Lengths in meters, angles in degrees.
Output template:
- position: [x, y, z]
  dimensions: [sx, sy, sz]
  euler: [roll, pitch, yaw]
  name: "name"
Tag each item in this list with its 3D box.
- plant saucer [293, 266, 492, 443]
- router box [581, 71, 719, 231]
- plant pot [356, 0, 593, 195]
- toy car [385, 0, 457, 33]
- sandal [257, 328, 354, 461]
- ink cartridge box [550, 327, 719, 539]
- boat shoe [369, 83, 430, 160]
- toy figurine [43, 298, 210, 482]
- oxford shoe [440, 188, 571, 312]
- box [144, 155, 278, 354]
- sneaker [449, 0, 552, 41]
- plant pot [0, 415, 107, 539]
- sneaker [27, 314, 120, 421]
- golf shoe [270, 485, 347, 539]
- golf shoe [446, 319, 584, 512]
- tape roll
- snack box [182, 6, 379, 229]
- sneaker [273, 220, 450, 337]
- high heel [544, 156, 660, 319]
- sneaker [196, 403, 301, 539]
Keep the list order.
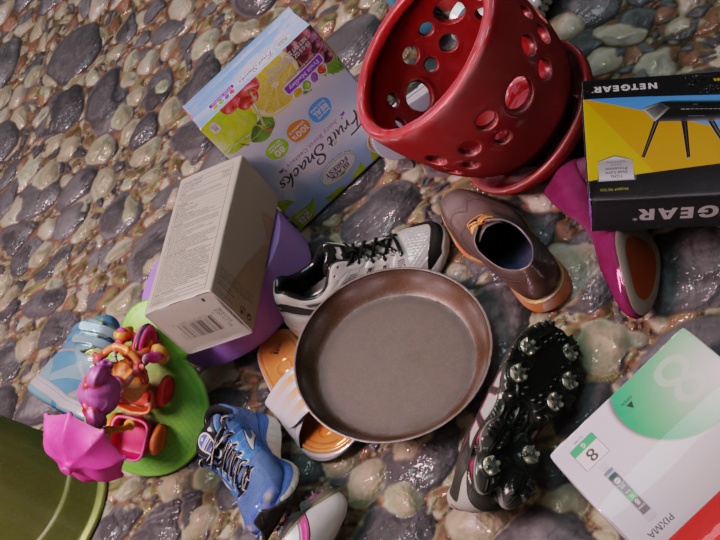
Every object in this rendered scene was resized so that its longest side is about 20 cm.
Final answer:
- position: [0.034, 0.086, 1.146]
  dimensions: [0.199, 0.032, 0.201]
  euler: [-9, 53, 12]
  name: "plant saucer"
- position: [0.306, -0.112, 1.059]
  dimensions: [0.199, 0.051, 0.150]
  euler: [-3, 54, 10]
  name: "router box"
- position: [0.125, -0.187, 1.178]
  dimensions: [0.200, 0.182, 0.201]
  euler: [-36, 42, 40]
  name: "plant pot"
- position: [0.080, -0.416, 1.400]
  dimensions: [0.184, 0.200, 0.177]
  euler: [-38, 37, 8]
  name: "toy car"
- position: [-0.070, 0.120, 1.212]
  dimensions: [0.079, 0.059, 0.207]
  euler: [-45, 42, 1]
  name: "sandal"
- position: [0.271, 0.162, 0.927]
  dimensions: [0.161, 0.050, 0.200]
  euler: [-44, 40, 1]
  name: "ink cartridge box"
- position: [0.097, -0.197, 1.320]
  dimensions: [0.199, 0.074, 0.065]
  euler: [-26, 20, 2]
  name: "boat shoe"
- position: [-0.249, 0.137, 1.189]
  dimensions: [0.150, 0.184, 0.201]
  euler: [13, 98, 10]
  name: "toy figurine"
- position: [0.135, -0.039, 1.166]
  dimensions: [0.071, 0.073, 0.200]
  euler: [-45, 42, 0]
  name: "oxford shoe"
- position: [-0.157, -0.020, 1.256]
  dimensions: [0.095, 0.078, 0.200]
  euler: [-18, 43, 28]
  name: "box"
- position: [0.197, -0.326, 1.353]
  dimensions: [0.200, 0.076, 0.081]
  euler: [-48, 54, 4]
  name: "sneaker"
- position: [-0.423, 0.236, 1.298]
  dimensions: [0.200, 0.190, 0.201]
  euler: [-21, 48, 25]
  name: "plant pot"
- position: [-0.308, 0.120, 1.381]
  dimensions: [0.200, 0.080, 0.131]
  euler: [17, 71, 43]
  name: "sneaker"
- position: [-0.061, 0.297, 1.074]
  dimensions: [0.092, 0.073, 0.200]
  euler: [29, 71, 14]
  name: "golf shoe"
- position: [0.132, 0.127, 1.038]
  dimensions: [0.088, 0.077, 0.200]
  euler: [-39, 14, 54]
  name: "golf shoe"
- position: [-0.156, 0.010, 1.345]
  dimensions: [0.200, 0.066, 0.201]
  euler: [-25, 39, 22]
  name: "tape roll"
- position: [-0.075, -0.171, 1.335]
  dimensions: [0.169, 0.200, 0.068]
  euler: [-43, 43, 3]
  name: "snack box"
- position: [0.000, 0.000, 1.225]
  dimensions: [0.200, 0.088, 0.076]
  euler: [-32, 41, 4]
  name: "sneaker"
- position: [0.227, -0.026, 1.110]
  dimensions: [0.096, 0.067, 0.201]
  euler: [-36, 39, 39]
  name: "high heel"
- position: [-0.120, 0.192, 1.135]
  dimensions: [0.079, 0.089, 0.200]
  euler: [-60, 23, 9]
  name: "sneaker"
